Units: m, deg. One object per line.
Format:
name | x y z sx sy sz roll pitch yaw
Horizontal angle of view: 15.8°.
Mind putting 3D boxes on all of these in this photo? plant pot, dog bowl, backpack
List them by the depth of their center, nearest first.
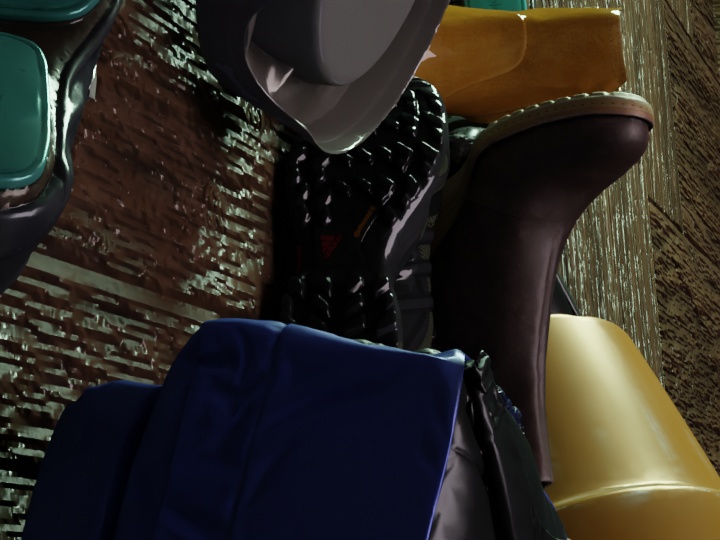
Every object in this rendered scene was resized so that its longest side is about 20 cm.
backpack | -0.012 0.113 0.865 0.200 0.167 0.163 49 56 -61
dog bowl | -0.006 -0.153 1.108 0.200 0.059 0.200 20 90 -75
plant pot | 0.109 0.131 1.355 0.200 0.200 0.184 62 11 -56

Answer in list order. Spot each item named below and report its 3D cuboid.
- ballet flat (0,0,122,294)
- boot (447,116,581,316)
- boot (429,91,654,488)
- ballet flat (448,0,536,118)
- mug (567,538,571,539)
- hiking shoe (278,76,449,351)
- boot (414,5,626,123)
ballet flat | -0.112 -0.056 0.787 0.200 0.073 0.073 -88 165 -53
boot | 0.071 0.019 1.426 0.158 0.079 0.212 -66 137 -76
boot | 0.078 0.023 1.233 0.072 0.200 0.167 11 58 -42
ballet flat | 0.088 -0.100 1.588 0.068 0.068 0.200 81 12 -49
mug | 0.053 0.226 1.074 0.200 0.148 0.176 39 44 -19
hiking shoe | 0.000 0.000 1.210 0.101 0.076 0.200 85 15 -52
boot | 0.060 -0.117 1.315 0.201 0.144 0.071 26 58 -73
